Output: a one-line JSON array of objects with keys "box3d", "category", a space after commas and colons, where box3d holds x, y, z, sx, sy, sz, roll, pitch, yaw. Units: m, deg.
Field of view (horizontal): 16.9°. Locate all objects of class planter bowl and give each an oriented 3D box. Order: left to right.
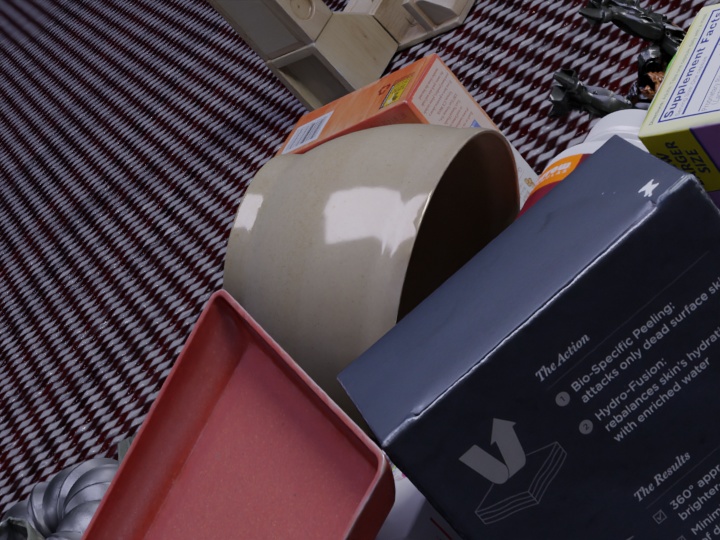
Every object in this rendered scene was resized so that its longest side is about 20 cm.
[{"box3d": [0.000, 0.000, 1.472, 0.134, 0.201, 0.200, 13, 47, 22], "category": "planter bowl"}]

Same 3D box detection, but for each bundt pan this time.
[{"box3d": [-0.218, 0.212, 1.721, 0.202, 0.076, 0.202, -37, 19, 15], "category": "bundt pan"}]

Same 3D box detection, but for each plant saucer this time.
[{"box3d": [-0.066, 0.138, 1.223, 0.201, 0.037, 0.200, -62, 36, 10], "category": "plant saucer"}]

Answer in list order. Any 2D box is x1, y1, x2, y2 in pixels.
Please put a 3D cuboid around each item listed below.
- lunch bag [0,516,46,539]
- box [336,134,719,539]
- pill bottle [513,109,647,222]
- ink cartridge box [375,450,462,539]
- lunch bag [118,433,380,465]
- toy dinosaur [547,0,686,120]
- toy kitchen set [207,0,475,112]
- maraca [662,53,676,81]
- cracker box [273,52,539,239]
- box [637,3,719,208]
[{"box3d": [-0.188, 0.262, 1.469, 0.117, 0.164, 0.200, -37, 19, 20], "category": "lunch bag"}, {"box3d": [0.130, 0.075, 1.214, 0.197, 0.200, 0.117, -41, 19, 0], "category": "box"}, {"box3d": [0.145, -0.006, 1.493, 0.113, 0.113, 0.200, -22, 27, 44], "category": "pill bottle"}, {"box3d": [0.057, 0.150, 1.320, 0.068, 0.115, 0.200, -24, 26, 42], "category": "ink cartridge box"}, {"box3d": [-0.065, 0.152, 1.533, 0.164, 0.118, 0.200, -34, 27, 14], "category": "lunch bag"}, {"box3d": [0.204, -0.131, 1.597, 0.102, 0.135, 0.200, -64, -10, -11], "category": "toy dinosaur"}, {"box3d": [-0.003, -0.288, 2.288, 0.163, 0.180, 0.200, -16, 35, 49], "category": "toy kitchen set"}, {"box3d": [0.242, -0.081, 1.466, 0.107, 0.137, 0.200, 95, -160, -56], "category": "maraca"}, {"box3d": [0.055, -0.034, 1.593, 0.134, 0.200, 0.058, -23, 27, 43], "category": "cracker box"}, {"box3d": [0.274, -0.053, 1.203, 0.200, 0.176, 0.097, -7, 43, 45], "category": "box"}]
